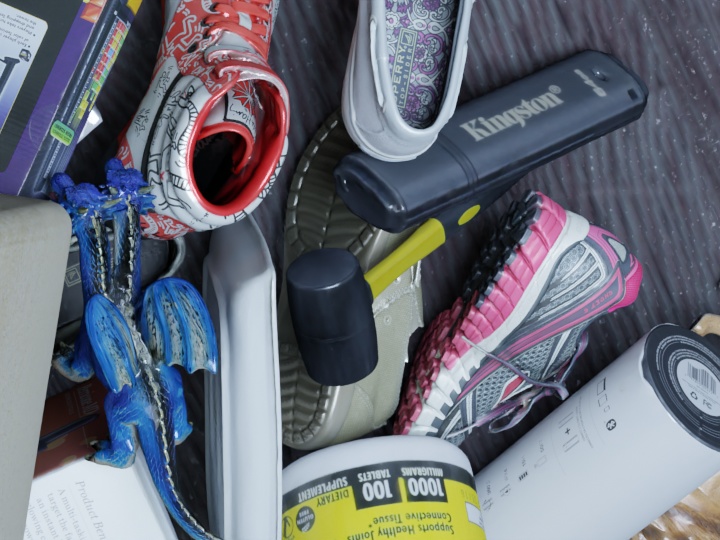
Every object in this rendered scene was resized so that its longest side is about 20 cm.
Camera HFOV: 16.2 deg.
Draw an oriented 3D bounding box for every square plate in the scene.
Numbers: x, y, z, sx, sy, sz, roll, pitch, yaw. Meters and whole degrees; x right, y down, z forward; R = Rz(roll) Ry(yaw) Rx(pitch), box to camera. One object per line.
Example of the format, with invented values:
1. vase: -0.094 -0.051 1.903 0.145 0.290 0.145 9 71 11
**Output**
1. square plate: -0.062 0.077 1.293 0.028 0.200 0.199 -1 102 -7

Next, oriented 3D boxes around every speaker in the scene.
1. speaker: 0.115 0.115 1.348 0.081 0.081 0.200 36 126 -15

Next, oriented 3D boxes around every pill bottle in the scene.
1. pill bottle: 0.020 0.195 1.293 0.112 0.113 0.200 -7 66 -9

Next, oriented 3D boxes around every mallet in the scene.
1. mallet: 0.033 -0.025 1.306 0.200 0.041 0.066 -46 135 -30

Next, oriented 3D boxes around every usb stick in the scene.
1. usb stick: 0.070 -0.069 1.320 0.200 0.055 0.033 -25 138 -36

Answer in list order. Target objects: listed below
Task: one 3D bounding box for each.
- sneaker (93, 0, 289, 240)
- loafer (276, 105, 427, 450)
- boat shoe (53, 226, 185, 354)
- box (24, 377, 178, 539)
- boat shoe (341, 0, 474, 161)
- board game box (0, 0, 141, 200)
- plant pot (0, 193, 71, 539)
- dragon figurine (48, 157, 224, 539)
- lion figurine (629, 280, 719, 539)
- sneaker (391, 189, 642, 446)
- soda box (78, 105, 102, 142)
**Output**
1. sneaker: -0.063 -0.110 1.276 0.067 0.108 0.202 27 75 -29
2. loafer: 0.000 0.000 1.358 0.068 0.076 0.201 16 89 -51
3. boat shoe: -0.184 0.021 1.328 0.200 0.064 0.071 -30 105 -3
4. box: -0.196 0.154 1.308 0.200 0.152 0.107 -24 103 -6
5. boat shoe: 0.029 -0.156 1.246 0.072 0.068 0.201 15 81 -17
6. board game box: -0.230 -0.108 1.247 0.200 0.057 0.166 24 87 10
7. plant pot: -0.262 0.053 1.127 0.199 0.177 0.200 10 93 10
8. dragon figurine: -0.104 0.041 1.204 0.059 0.200 0.100 -12 147 -23
9. lion figurine: 0.203 0.094 1.409 0.122 0.072 0.200 43 99 -2
10. sneaker: 0.074 0.051 1.340 0.075 0.081 0.200 26 129 -9
11. soda box: -0.230 -0.040 1.308 0.200 0.064 0.068 -42 106 0
